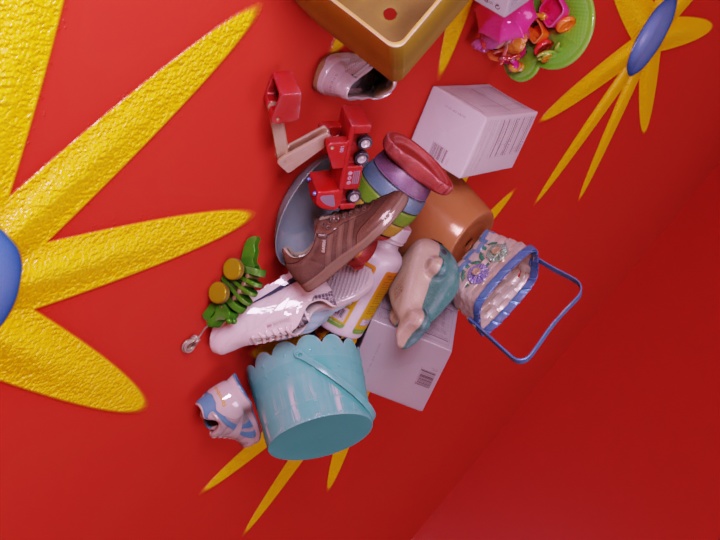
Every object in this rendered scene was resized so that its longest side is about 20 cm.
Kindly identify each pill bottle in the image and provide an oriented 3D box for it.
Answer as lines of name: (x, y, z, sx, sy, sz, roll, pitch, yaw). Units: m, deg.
pill bottle: (0.000, 0.000, 1.558, 0.202, 0.111, 0.111, -60, 156, 14)

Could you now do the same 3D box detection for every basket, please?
basket: (0.250, 0.042, 1.621, 0.177, 0.199, 0.140, -47, 156, -15)

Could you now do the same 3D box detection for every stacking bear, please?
stacking bear: (0.027, -0.091, 1.400, 0.201, 0.121, 0.114, -51, -166, 19)

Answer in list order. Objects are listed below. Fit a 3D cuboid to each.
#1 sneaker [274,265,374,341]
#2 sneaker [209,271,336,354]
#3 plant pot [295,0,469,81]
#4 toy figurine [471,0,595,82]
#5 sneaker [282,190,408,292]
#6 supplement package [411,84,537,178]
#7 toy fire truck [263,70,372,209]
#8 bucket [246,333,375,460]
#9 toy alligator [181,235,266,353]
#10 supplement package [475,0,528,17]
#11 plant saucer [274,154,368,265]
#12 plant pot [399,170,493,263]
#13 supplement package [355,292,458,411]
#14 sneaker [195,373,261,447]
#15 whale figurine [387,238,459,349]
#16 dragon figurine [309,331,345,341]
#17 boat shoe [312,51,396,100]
sneaker: (-0.069, 0.052, 1.499, 0.197, 0.075, 0.082, -20, 150, 0)
sneaker: (-0.132, 0.072, 1.415, 0.199, 0.081, 0.076, -34, 166, -6)
plant pot: (0.032, -0.336, 1.086, 0.201, 0.199, 0.177, -49, 167, -9)
toy figurine: (0.244, -0.387, 1.524, 0.182, 0.152, 0.200, -6, 154, -42)
sneaker: (-0.025, -0.056, 1.325, 0.199, 0.076, 0.070, -41, -174, 11)
supplement package: (0.192, -0.236, 1.596, 0.199, 0.113, 0.111, -16, 136, -54)
toy fire truck: (-0.059, -0.160, 1.233, 0.139, 0.049, 0.202, -6, 137, -19)
bucket: (-0.077, 0.209, 1.545, 0.204, 0.136, 0.208, -13, 151, -7)
toy alligator: (-0.183, 0.047, 1.350, 0.201, 0.054, 0.059, -58, 156, 9)
supplement package: (0.157, -0.456, 1.139, 0.147, 0.190, 0.201, -39, 153, -30)
plant saucer: (-0.065, -0.099, 1.394, 0.201, 0.039, 0.202, -43, 154, -26)
plant pot: (0.140, -0.083, 1.675, 0.200, 0.139, 0.201, -41, 152, -27)
supplement package: (0.080, 0.109, 1.703, 0.201, 0.149, 0.153, -73, -176, -55)
sneaker: (-0.213, 0.235, 1.542, 0.080, 0.077, 0.201, -28, 150, -12)
whale figurine: (0.106, 0.044, 1.539, 0.160, 0.103, 0.201, -54, -163, 37)
dragon figurine: (-0.068, 0.143, 1.690, 0.099, 0.059, 0.202, -5, 128, -60)
boat shoe: (0.021, -0.263, 1.296, 0.199, 0.069, 0.071, -29, 146, -44)
